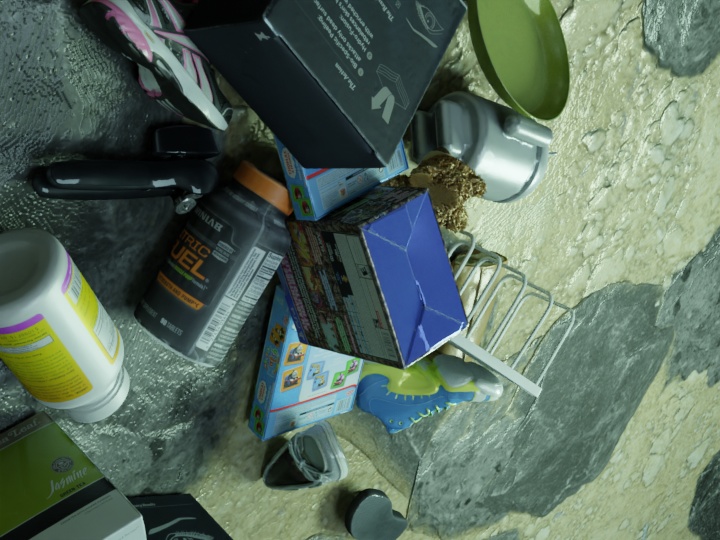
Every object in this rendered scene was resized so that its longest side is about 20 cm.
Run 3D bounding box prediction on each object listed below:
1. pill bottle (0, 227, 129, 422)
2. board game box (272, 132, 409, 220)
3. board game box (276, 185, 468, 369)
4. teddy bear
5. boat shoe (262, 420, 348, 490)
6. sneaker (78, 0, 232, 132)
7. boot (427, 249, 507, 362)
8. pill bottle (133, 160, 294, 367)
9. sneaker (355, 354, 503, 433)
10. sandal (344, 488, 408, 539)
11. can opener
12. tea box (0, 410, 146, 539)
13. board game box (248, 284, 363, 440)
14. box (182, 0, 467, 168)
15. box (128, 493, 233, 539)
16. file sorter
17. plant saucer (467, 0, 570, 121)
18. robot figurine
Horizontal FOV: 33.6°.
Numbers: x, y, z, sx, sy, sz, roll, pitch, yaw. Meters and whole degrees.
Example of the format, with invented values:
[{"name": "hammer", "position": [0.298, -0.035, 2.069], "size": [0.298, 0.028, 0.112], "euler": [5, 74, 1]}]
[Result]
[{"name": "pill bottle", "position": [-0.288, 0.060, 1.120], "size": [0.104, 0.104, 0.201], "euler": [-41, 142, -17]}, {"name": "board game box", "position": [-0.030, -0.173, 1.208], "size": [0.151, 0.036, 0.202], "euler": [-31, 115, -40]}, {"name": "board game box", "position": [0.000, 0.000, 1.276], "size": [0.096, 0.199, 0.161], "euler": [-29, 111, -30]}, {"name": "teddy bear", "position": [0.065, -0.081, 1.365], "size": [0.201, 0.143, 0.067], "euler": [104, 6, -60]}, {"name": "boat shoe", "position": [-0.069, 0.237, 1.472], "size": [0.064, 0.075, 0.202], "euler": [-23, 175, -24]}, {"name": "sneaker", "position": [-0.163, -0.205, 1.081], "size": [0.087, 0.080, 0.200], "euler": [-58, 150, -12]}, {"name": "boot", "position": [0.112, 0.078, 1.625], "size": [0.174, 0.066, 0.202], "euler": [-14, 125, -46]}, {"name": "pill bottle", "position": [-0.141, -0.011, 1.228], "size": [0.106, 0.106, 0.201], "euler": [26, 96, -53]}, {"name": "sneaker", "position": [0.083, 0.164, 1.560], "size": [0.076, 0.197, 0.106], "euler": [-56, 158, -72]}, {"name": "sandal", "position": [0.015, 0.363, 1.759], "size": [0.076, 0.043, 0.200], "euler": [-41, 152, -7]}, {"name": "can opener", "position": [-0.218, -0.089, 1.133], "size": [0.198, 0.079, 0.063], "euler": [-12, 165, -39]}, {"name": "tea box", "position": [-0.336, 0.277, 1.157], "size": [0.199, 0.196, 0.135], "euler": [-29, 136, -29]}, {"name": "board game box", "position": [-0.054, 0.099, 1.457], "size": [0.150, 0.036, 0.202], "euler": [-13, 128, -42]}, {"name": "box", "position": [-0.026, -0.232, 1.096], "size": [0.197, 0.116, 0.202], "euler": [47, 60, -38]}, {"name": "box", "position": [-0.211, 0.355, 1.356], "size": [0.147, 0.199, 0.105], "euler": [8, 112, -49]}, {"name": "file sorter", "position": [0.154, 0.046, 1.518], "size": [0.199, 0.139, 0.125], "euler": [34, 88, -27]}, {"name": "plant saucer", "position": [0.178, -0.265, 1.372], "size": [0.199, 0.031, 0.203], "euler": [22, 61, -47]}, {"name": "robot figurine", "position": [0.147, -0.145, 1.422], "size": [0.198, 0.169, 0.115], "euler": [11, 73, -41]}]
